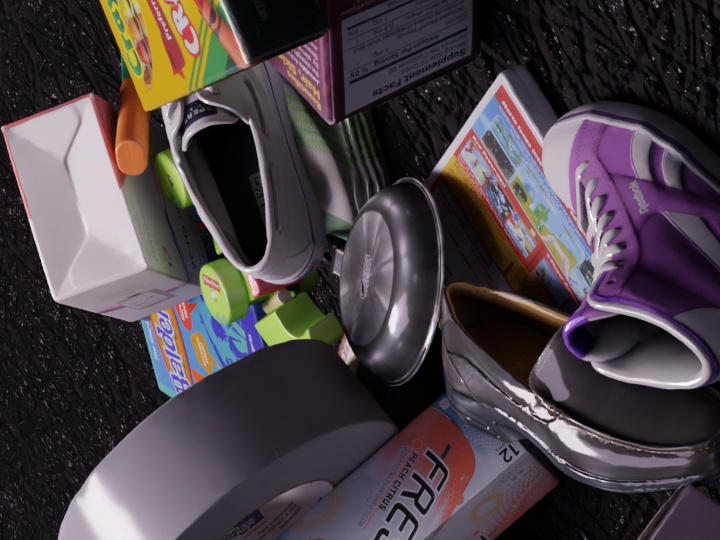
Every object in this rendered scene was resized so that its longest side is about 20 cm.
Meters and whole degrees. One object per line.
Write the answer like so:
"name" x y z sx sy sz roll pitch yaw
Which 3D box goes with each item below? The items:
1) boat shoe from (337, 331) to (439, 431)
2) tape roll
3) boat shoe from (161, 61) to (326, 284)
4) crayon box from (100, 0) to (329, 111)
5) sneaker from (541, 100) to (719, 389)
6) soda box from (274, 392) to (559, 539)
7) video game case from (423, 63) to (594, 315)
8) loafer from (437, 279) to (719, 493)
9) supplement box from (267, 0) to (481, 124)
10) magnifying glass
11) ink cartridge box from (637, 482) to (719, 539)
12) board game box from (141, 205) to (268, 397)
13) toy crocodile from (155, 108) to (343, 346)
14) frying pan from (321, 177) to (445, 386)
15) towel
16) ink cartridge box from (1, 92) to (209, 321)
"boat shoe" 0.028 0.082 1.587 0.075 0.075 0.203 27 141 16
"tape roll" -0.074 0.129 1.490 0.066 0.200 0.201 50 153 22
"boat shoe" -0.080 -0.088 1.522 0.201 0.073 0.065 63 -159 13
"crayon box" -0.094 -0.156 1.352 0.128 0.051 0.200 67 158 -3
"sneaker" 0.123 -0.012 1.228 0.200 0.114 0.073 36 146 48
"soda box" 0.015 0.153 1.495 0.064 0.200 0.068 50 -176 30
"video game case" 0.088 -0.008 1.417 0.144 0.017 0.200 59 156 12
"loafer" 0.112 0.058 1.337 0.199 0.073 0.073 14 137 43
"supplement box" -0.012 -0.199 1.327 0.131 0.103 0.201 45 149 38
"magnifying glass" -0.138 -0.122 1.640 0.200 0.022 0.080 -90 -6 -56
"ink cartridge box" 0.179 0.217 1.325 0.146 0.083 0.200 34 149 10
"board game box" -0.093 0.041 1.801 0.200 0.045 0.153 28 138 54
"toy crocodile" -0.072 -0.036 1.583 0.201 0.067 0.062 68 156 7
"frying pan" 0.005 -0.014 1.476 0.190 0.031 0.116 -120 41 -53
"towel" -0.044 -0.112 1.569 0.149 0.031 0.201 18 129 58
"ink cartridge box" -0.153 -0.035 1.675 0.200 0.067 0.117 24 -134 -78
